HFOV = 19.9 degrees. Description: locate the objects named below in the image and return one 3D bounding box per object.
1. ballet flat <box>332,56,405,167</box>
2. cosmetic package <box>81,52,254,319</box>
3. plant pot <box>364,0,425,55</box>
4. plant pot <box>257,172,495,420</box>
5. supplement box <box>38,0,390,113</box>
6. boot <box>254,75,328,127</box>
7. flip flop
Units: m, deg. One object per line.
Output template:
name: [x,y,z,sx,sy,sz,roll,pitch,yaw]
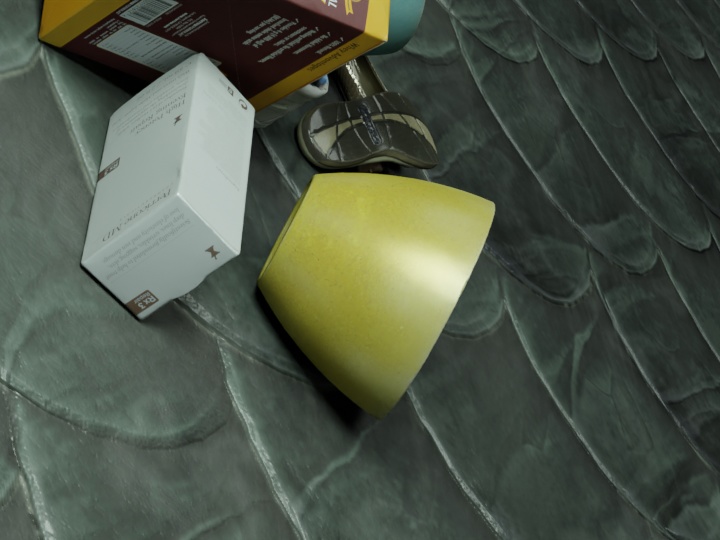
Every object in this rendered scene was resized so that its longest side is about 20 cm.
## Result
ballet flat: [0.004,-0.195,2.070,0.201,0.046,0.067,57,21,0]
cosmetic package: [-0.142,-0.067,1.540,0.074,0.101,0.200,45,24,-26]
plant pot: [-0.047,-0.282,1.807,0.134,0.200,0.201,-11,65,-25]
plant pot: [0.000,0.000,1.668,0.141,0.201,0.200,28,27,-4]
supplement box: [-0.110,-0.237,1.597,0.199,0.197,0.134,19,64,-33]
boot: [-0.114,-0.204,1.764,0.200,0.095,0.074,39,43,-38]
flip flop: [0.003,-0.124,1.976,0.199,0.057,0.081,-10,73,-50]
